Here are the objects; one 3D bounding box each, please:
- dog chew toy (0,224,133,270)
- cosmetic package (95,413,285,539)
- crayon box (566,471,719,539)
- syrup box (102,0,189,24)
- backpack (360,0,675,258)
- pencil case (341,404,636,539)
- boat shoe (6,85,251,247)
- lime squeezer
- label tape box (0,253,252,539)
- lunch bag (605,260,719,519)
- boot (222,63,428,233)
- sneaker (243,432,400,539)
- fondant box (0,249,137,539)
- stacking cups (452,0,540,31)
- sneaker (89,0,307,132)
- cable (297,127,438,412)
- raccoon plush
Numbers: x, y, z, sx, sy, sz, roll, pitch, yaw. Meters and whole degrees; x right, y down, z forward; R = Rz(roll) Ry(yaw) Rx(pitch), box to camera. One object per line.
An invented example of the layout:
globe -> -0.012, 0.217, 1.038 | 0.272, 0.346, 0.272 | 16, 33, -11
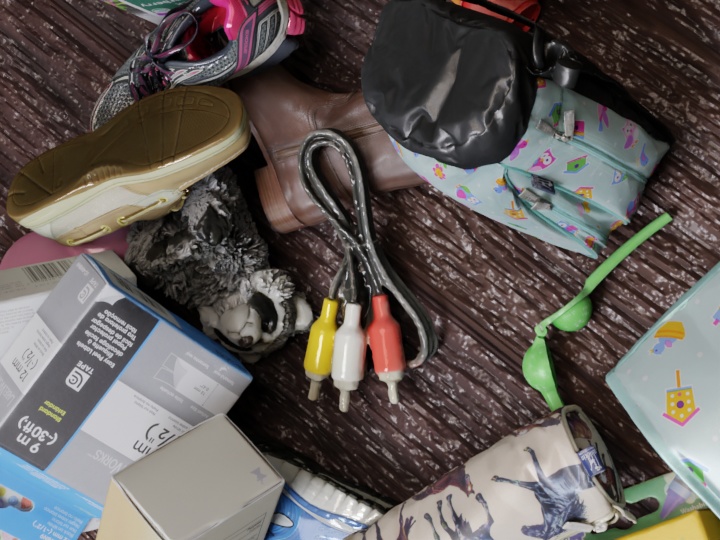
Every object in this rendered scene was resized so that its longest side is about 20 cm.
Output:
dog chew toy -> -0.235, 0.026, 1.402 | 0.200, 0.125, 0.125 | -40, 70, 7
cosmetic package -> -0.130, 0.200, 1.285 | 0.071, 0.105, 0.200 | 45, 140, 22
crayon box -> 0.194, 0.241, 1.212 | 0.125, 0.052, 0.201 | -24, 75, 21
syrup box -> -0.160, -0.241, 1.345 | 0.078, 0.200, 0.082 | -5, 81, 25
backpack -> 0.106, -0.093, 1.211 | 0.127, 0.200, 0.167 | -58, 42, 8
pencil case -> 0.080, 0.173, 1.225 | 0.200, 0.078, 0.090 | -32, 48, 10
boat shoe -> -0.156, -0.071, 1.308 | 0.199, 0.066, 0.074 | -17, 51, 26
lime squeezer -> 0.151, 0.048, 1.260 | 0.070, 0.038, 0.201 | 17, 91, 25
label tape box -> -0.193, 0.110, 1.286 | 0.200, 0.143, 0.066 | -54, 35, 0
lunch bag -> 0.274, 0.082, 1.155 | 0.170, 0.122, 0.200 | -45, 74, 15
boot -> 0.005, -0.137, 1.332 | 0.199, 0.064, 0.187 | -18, 90, 26
sneaker -> -0.062, 0.175, 1.324 | 0.200, 0.079, 0.089 | 25, 93, 25
fondant box -> -0.232, 0.097, 1.333 | 0.058, 0.144, 0.201 | -141, 45, -57
stacking cups -> 0.048, -0.238, 1.333 | 0.061, 0.060, 0.200 | -47, 73, 14
sneaker -> -0.132, -0.149, 1.318 | 0.200, 0.075, 0.081 | -36, 77, 34
cable -> 0.000, 0.000, 1.305 | 0.097, 0.050, 0.201 | 0, 105, 22
raccoon plush -> -0.089, -0.029, 1.376 | 0.097, 0.134, 0.201 | -21, 43, 37
